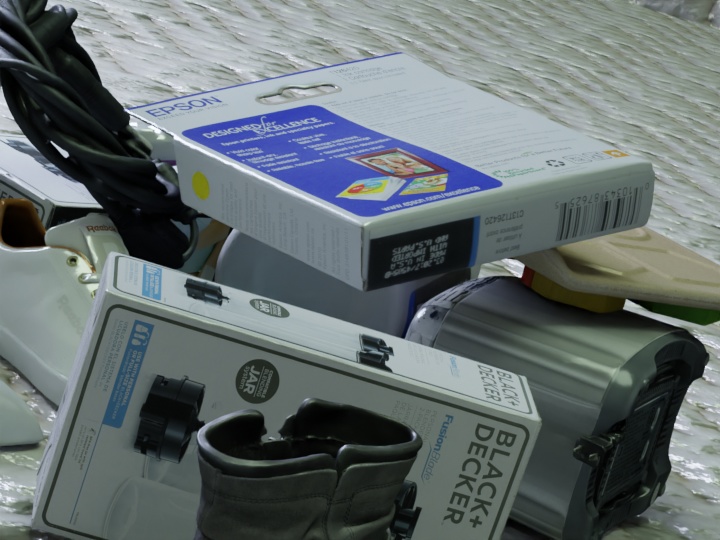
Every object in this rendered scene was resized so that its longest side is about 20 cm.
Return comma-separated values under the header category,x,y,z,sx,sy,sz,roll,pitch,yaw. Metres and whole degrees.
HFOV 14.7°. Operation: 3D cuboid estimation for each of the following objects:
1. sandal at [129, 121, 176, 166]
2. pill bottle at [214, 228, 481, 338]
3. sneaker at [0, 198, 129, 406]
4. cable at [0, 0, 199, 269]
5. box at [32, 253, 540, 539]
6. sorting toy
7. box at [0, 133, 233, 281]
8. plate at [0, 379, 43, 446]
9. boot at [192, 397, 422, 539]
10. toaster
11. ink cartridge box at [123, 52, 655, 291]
category,x,y,z,sx,sy,sz,roll,pitch,yaw
sandal,-0.070,-0.063,1.659,0.202,0.050,0.082,0,6,-29
pill bottle,0.000,0.000,1.615,0.114,0.114,0.200,23,14,14
sneaker,-0.132,0.023,1.411,0.200,0.085,0.073,30,15,32
cable,-0.146,-0.088,1.485,0.163,0.051,0.200,64,8,22
box,-0.033,0.079,1.229,0.199,0.117,0.060,18,14,-9
sorting toy,0.122,-0.009,1.541,0.200,0.037,0.185,13,12,-37
box,-0.155,-0.031,1.633,0.117,0.060,0.200,29,16,34
plate,-0.274,0.030,1.300,0.200,0.032,0.199,29,16,33
boot,0.001,0.119,1.118,0.070,0.132,0.200,28,16,35
toaster,0.095,0.072,1.479,0.129,0.114,0.200,20,14,18
ink cartridge box,0.013,-0.054,1.441,0.197,0.047,0.200,-14,26,-37
